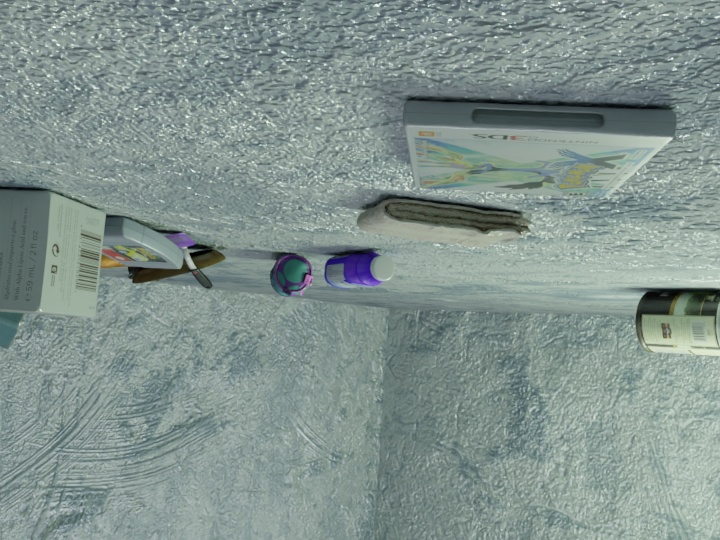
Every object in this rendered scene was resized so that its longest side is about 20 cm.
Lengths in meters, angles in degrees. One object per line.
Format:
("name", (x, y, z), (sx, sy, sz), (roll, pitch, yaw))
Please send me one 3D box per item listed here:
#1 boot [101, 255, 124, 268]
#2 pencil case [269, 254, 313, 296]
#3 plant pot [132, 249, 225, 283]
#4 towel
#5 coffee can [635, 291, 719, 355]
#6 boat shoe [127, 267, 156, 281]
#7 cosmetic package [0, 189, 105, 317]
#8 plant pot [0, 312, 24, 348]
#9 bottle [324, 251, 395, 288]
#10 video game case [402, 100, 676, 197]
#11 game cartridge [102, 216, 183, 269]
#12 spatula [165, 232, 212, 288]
("boot", (-0.453, -0.043, 1.420), (0.142, 0.072, 0.201), (-4, 175, 21))
("pencil case", (-0.155, 0.015, 1.635), (0.092, 0.086, 0.200), (33, 172, -5))
("plant pot", (-0.381, -0.013, 1.536), (0.197, 0.028, 0.200), (-12, -171, 2))
("towel", (0.102, -0.056, 0.924), (0.197, 0.035, 0.132), (6, 174, -15))
("coffee can", (0.769, 0.123, 1.713), (0.145, 0.149, 0.199), (9, 173, -41))
("boat shoe", (-0.479, -0.007, 1.785), (0.197, 0.069, 0.072), (1, 172, 20))
("cosmetic package", (-0.501, -0.023, 1.059), (0.197, 0.167, 0.165), (2, 174, 7))
("plant pot", (-0.754, 0.016, 1.448), (0.198, 0.199, 0.195), (21, 153, -24))
("bottle", (0.000, 0.000, 1.448), (0.083, 0.066, 0.199), (8, 174, -27))
("video game case", (0.128, -0.091, 0.585), (0.180, 0.022, 0.200), (4, 175, 7))
("game cartridge", (-0.398, -0.045, 1.279), (0.131, 0.041, 0.200), (-1, 163, 16))
("spatula", (-0.326, -0.016, 1.410), (0.056, 0.021, 0.201), (-10, 145, 6))
